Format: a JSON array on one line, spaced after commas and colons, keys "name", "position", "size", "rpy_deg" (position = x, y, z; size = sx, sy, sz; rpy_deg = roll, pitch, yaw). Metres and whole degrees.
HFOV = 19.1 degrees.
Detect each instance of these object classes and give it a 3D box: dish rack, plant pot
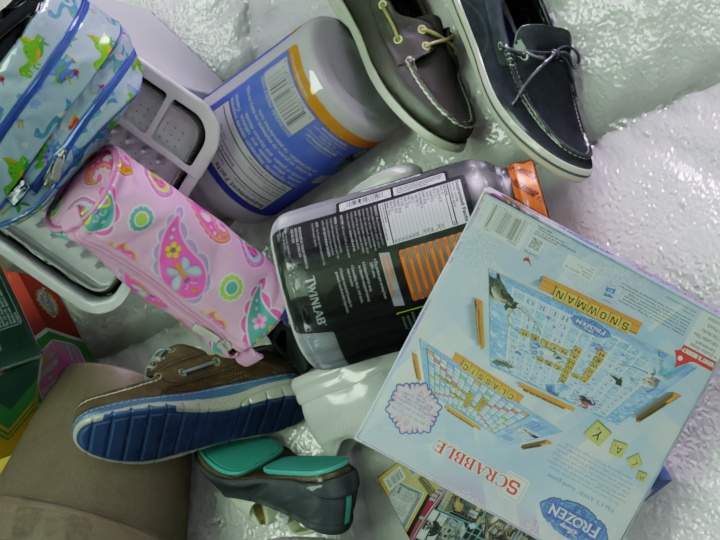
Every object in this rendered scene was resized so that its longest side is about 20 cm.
[{"name": "dish rack", "position": [-0.214, -0.085, 1.691], "size": [0.171, 0.044, 0.200], "rpy_deg": [34, 107, 4]}, {"name": "plant pot", "position": [-0.215, 0.173, 1.756], "size": [0.200, 0.200, 0.175], "rpy_deg": [0, 68, 37]}]

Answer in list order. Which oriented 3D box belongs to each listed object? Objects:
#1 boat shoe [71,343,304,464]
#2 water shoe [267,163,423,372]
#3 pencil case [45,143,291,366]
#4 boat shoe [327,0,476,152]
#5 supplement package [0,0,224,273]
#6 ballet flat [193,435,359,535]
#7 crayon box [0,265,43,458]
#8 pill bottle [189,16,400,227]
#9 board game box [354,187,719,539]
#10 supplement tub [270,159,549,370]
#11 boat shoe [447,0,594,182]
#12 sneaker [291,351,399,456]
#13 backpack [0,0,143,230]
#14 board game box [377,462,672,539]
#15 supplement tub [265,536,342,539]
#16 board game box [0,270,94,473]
[{"name": "boat shoe", "position": [-0.140, 0.101, 1.701], "size": [0.072, 0.199, 0.072], "rpy_deg": [63, 145, 35]}, {"name": "water shoe", "position": [0.000, 0.000, 1.680], "size": [0.079, 0.071, 0.200], "rpy_deg": [53, 124, 18]}, {"name": "pencil case", "position": [-0.142, -0.010, 1.630], "size": [0.087, 0.200, 0.088], "rpy_deg": [-33, 34, 27]}, {"name": "boat shoe", "position": [0.037, -0.179, 1.664], "size": [0.061, 0.072, 0.201], "rpy_deg": [-48, 56, 27]}, {"name": "supplement package", "position": [-0.238, -0.115, 1.816], "size": [0.151, 0.152, 0.200], "rpy_deg": [44, 110, 32]}, {"name": "ballet flat", "position": [-0.068, 0.173, 1.695], "size": [0.200, 0.073, 0.073], "rpy_deg": [7, 88, 54]}, {"name": "crayon box", "position": [-0.316, 0.076, 1.795], "size": [0.127, 0.051, 0.200], "rpy_deg": [60, 157, 23]}, {"name": "pill bottle", "position": [-0.074, -0.107, 1.716], "size": [0.200, 0.112, 0.112], "rpy_deg": [-33, 66, 31]}, {"name": "board game box", "position": [0.128, 0.076, 1.486], "size": [0.200, 0.041, 0.200], "rpy_deg": [29, 99, 6]}, {"name": "supplement tub", "position": [0.044, -0.008, 1.572], "size": [0.199, 0.123, 0.123], "rpy_deg": [-15, 73, 6]}, {"name": "boat shoe", "position": [0.127, -0.154, 1.593], "size": [0.062, 0.074, 0.200], "rpy_deg": [-42, 56, 33]}, {"name": "sneaker", "position": [0.043, 0.096, 1.637], "size": [0.200, 0.075, 0.089], "rpy_deg": [-19, 90, 36]}, {"name": "backpack", "position": [-0.254, -0.119, 1.598], "size": [0.153, 0.163, 0.200], "rpy_deg": [22, 105, -8]}, {"name": "board game box", "position": [0.118, 0.154, 1.583], "size": [0.200, 0.035, 0.136], "rpy_deg": [-41, 62, 26]}, {"name": "supplement tub", "position": [-0.030, 0.311, 1.604], "size": [0.144, 0.144, 0.201], "rpy_deg": [12, 97, 38]}, {"name": "board game box", "position": [-0.314, 0.092, 1.919], "size": [0.153, 0.040, 0.200], "rpy_deg": [-46, 60, 24]}]
